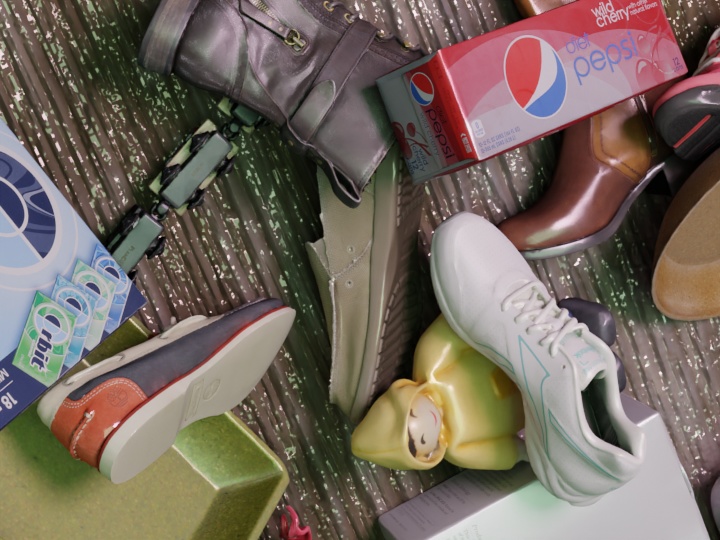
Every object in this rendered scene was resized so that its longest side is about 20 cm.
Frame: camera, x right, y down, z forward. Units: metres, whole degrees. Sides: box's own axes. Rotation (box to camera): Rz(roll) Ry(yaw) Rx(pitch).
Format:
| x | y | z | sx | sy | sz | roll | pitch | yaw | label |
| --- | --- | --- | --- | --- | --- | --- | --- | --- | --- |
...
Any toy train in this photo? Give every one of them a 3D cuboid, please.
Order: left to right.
| x | y | z | sx | sy | sz | roll | pitch | yaw | label |
| --- | --- | --- | --- | --- | --- | --- | --- | --- | --- |
| -0.103 | -0.068 | 1.020 | 0.034 | 0.046 | 0.200 | 40 | 87 | -17 | toy train |

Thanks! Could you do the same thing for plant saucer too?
| x | y | z | sx | sy | sz | roll | pitch | yaw | label |
| --- | --- | --- | --- | --- | --- | --- | --- | --- | --- |
| -0.158 | 0.130 | 0.979 | 0.200 | 0.200 | 0.048 | 45 | 129 | -12 | plant saucer |
| 0.271 | -0.047 | 1.080 | 0.199 | 0.036 | 0.201 | -23 | 147 | -15 | plant saucer |

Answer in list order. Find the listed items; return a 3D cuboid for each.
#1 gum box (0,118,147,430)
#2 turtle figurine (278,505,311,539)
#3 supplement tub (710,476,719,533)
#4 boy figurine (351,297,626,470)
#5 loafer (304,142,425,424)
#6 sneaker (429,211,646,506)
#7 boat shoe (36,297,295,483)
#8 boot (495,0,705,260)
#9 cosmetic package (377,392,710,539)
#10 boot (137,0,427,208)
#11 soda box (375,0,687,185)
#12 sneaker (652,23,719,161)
| x | y | z | sx | sy | sz | roll | pitch | yaw | label |
| --- | --- | --- | --- | --- | --- | --- | --- | --- | --- |
| -0.238 | -0.013 | 0.919 | 0.044 | 0.170 | 0.201 | -35 | 97 | 36 | gum box |
| -0.080 | 0.234 | 1.038 | 0.199 | 0.150 | 0.101 | -22 | 60 | -32 | turtle figurine |
| 0.359 | 0.152 | 1.123 | 0.199 | 0.140 | 0.141 | -34 | 104 | -9 | supplement tub |
| 0.079 | 0.073 | 1.051 | 0.199 | 0.064 | 0.126 | -17 | 102 | -34 | boy figurine |
| 0.000 | 0.000 | 1.045 | 0.068 | 0.076 | 0.202 | 13 | 107 | 23 | loafer |
| 0.116 | 0.046 | 0.996 | 0.070 | 0.080 | 0.201 | -29 | 85 | -30 | sneaker |
| -0.112 | 0.060 | 0.988 | 0.062 | 0.200 | 0.072 | 31 | 127 | 19 | boat shoe |
| 0.136 | -0.123 | 1.065 | 0.187 | 0.068 | 0.202 | -26 | 102 | -10 | boot |
| 0.126 | 0.179 | 1.095 | 0.198 | 0.081 | 0.114 | -25 | 103 | -12 | cosmetic package |
| -0.025 | -0.156 | 0.983 | 0.173 | 0.069 | 0.201 | 27 | 75 | -1 | boot |
| 0.107 | -0.117 | 0.971 | 0.199 | 0.063 | 0.071 | -25 | 94 | -37 | soda box |
| 0.252 | -0.133 | 1.075 | 0.199 | 0.074 | 0.087 | -16 | 72 | -40 | sneaker |
